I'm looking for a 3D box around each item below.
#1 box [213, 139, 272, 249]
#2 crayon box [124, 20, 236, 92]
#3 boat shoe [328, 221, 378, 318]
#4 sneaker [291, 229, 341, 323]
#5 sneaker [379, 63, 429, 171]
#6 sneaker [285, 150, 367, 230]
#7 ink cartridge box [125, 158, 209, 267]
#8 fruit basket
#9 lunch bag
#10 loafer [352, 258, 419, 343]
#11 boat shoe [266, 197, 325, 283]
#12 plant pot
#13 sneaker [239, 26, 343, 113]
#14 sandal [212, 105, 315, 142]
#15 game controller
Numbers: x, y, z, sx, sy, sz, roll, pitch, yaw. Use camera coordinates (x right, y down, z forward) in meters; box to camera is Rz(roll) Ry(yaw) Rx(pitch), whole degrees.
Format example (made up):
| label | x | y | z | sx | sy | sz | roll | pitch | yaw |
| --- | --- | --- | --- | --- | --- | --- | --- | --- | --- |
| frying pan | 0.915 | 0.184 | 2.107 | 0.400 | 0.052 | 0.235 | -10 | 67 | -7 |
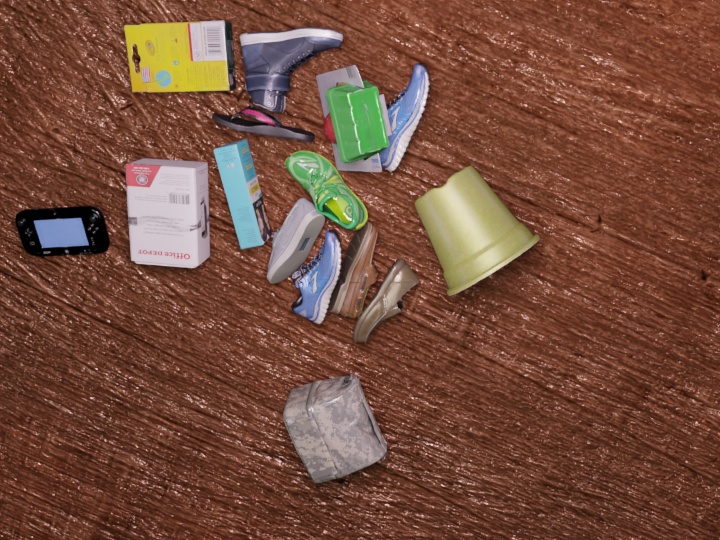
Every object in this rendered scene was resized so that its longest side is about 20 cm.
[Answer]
| label | x | y | z | sx | sy | sz | roll | pitch | yaw |
| --- | --- | --- | --- | --- | --- | --- | --- | --- | --- |
| box | -0.230 | -0.152 | 1.407 | 0.049 | 0.082 | 0.202 | -11 | 106 | 10 |
| crayon box | -0.342 | -0.408 | 1.359 | 0.197 | 0.051 | 0.129 | 1 | 107 | 7 |
| boat shoe | 0.000 | 0.000 | 1.436 | 0.067 | 0.072 | 0.202 | 17 | 108 | -16 |
| sneaker | -0.091 | 0.010 | 1.436 | 0.088 | 0.079 | 0.202 | 15 | 109 | -10 |
| sneaker | 0.067 | -0.290 | 1.318 | 0.088 | 0.079 | 0.202 | 24 | 109 | -3 |
| sneaker | -0.066 | -0.158 | 1.378 | 0.200 | 0.084 | 0.074 | 43 | 107 | 2 |
| ink cartridge box | -0.386 | -0.118 | 1.438 | 0.145 | 0.083 | 0.202 | 5 | 107 | 7 |
| fruit basket | -0.019 | -0.273 | 1.297 | 0.093 | 0.200 | 0.187 | -17 | 105 | -15 |
| lunch bag | -0.048 | 0.330 | 1.502 | 0.166 | 0.140 | 0.202 | -18 | 105 | 13 |
| loafer | 0.051 | 0.073 | 1.442 | 0.067 | 0.076 | 0.201 | 32 | 109 | 4 |
| boat shoe | -0.141 | -0.061 | 1.435 | 0.072 | 0.070 | 0.201 | 51 | 125 | 24 |
| plant pot | 0.200 | -0.084 | 1.328 | 0.199 | 0.200 | 0.185 | -33 | 89 | 16 |
| sneaker | -0.124 | -0.369 | 1.320 | 0.200 | 0.077 | 0.148 | -1 | 96 | 18 |
| sandal | -0.183 | -0.288 | 1.366 | 0.197 | 0.075 | 0.046 | 9 | 112 | -3 |
| game controller | -0.629 | -0.082 | 1.505 | 0.197 | 0.042 | 0.106 | -2 | 107 | 9 |
